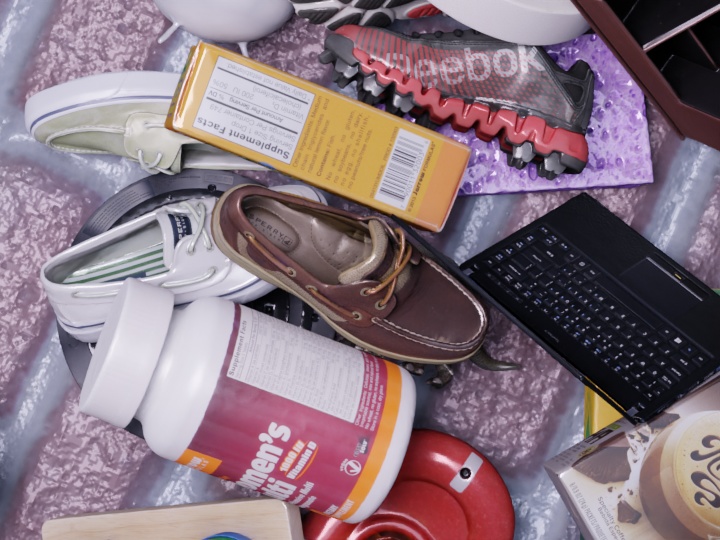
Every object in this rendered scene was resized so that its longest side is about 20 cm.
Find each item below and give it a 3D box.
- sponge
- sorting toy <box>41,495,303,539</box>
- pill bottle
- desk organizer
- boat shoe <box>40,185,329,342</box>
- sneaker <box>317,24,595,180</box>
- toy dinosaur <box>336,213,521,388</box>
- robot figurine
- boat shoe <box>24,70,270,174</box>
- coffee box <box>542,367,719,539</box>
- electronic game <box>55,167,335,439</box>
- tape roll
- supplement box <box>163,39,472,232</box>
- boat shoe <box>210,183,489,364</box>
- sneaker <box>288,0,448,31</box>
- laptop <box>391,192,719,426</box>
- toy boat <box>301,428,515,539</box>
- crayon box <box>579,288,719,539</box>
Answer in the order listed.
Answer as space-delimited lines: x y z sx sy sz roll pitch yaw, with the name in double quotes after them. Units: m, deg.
0.108 -0.111 1.161 0.199 0.030 0.112 -4 88 -1 "sponge"
-0.131 0.262 1.079 0.199 0.070 0.200 -9 88 25 "sorting toy"
-0.073 0.082 1.042 0.199 0.110 0.110 21 87 -14 "pill bottle"
0.224 -0.153 1.083 0.077 0.200 0.072 33 86 44 "desk organizer"
-0.116 -0.011 1.071 0.199 0.067 0.074 -26 55 0 "boat shoe"
0.073 -0.138 1.112 0.199 0.071 0.098 20 88 -3 "sneaker"
0.036 0.020 1.118 0.199 0.077 0.103 18 79 -13 "toy dinosaur"
-0.086 -0.246 1.119 0.169 0.113 0.201 13 88 -12 "robot figurine"
-0.135 -0.100 1.130 0.199 0.072 0.062 -4 71 -4 "boat shoe"
0.238 0.130 1.079 0.199 0.080 0.113 -31 88 -2 "coffee box"
-0.115 0.026 1.143 0.199 0.042 0.201 1 82 -6 "electronic game"
0.094 -0.245 1.105 0.202 0.037 0.204 15 53 -21 "tape roll"
-0.030 -0.090 1.093 0.199 0.067 0.069 23 89 -12 "supplement box"
0.000 0.000 1.034 0.199 0.072 0.072 30 75 -10 "boat shoe"
0.024 -0.220 1.122 0.199 0.081 0.084 -11 73 -37 "sneaker"
0.145 0.004 1.051 0.199 0.104 0.177 -29 54 -28 "laptop"
0.020 0.203 1.095 0.130 0.131 0.200 37 87 0 "toy boat"
0.222 0.111 1.145 0.126 0.051 0.201 1 87 -1 "crayon box"
